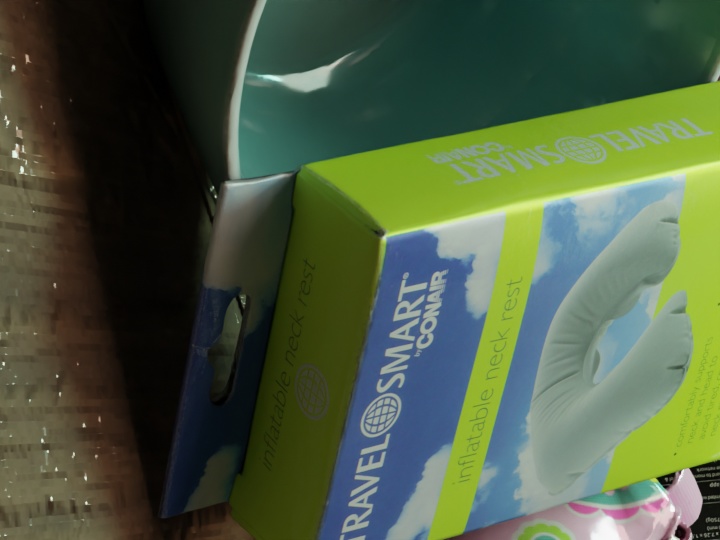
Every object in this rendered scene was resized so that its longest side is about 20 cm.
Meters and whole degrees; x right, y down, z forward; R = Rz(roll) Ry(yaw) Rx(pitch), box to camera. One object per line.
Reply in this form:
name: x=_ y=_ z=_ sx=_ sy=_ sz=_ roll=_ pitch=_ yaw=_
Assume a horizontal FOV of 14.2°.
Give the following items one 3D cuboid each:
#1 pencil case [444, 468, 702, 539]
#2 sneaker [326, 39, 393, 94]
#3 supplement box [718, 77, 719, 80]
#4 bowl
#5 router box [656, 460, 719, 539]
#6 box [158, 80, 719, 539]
pencil case: x=0.040 y=0.136 z=0.932 sx=0.200 sy=0.087 sz=0.087 roll=-58 pitch=144 yaw=-35
sneaker: x=0.000 y=0.000 z=0.994 sx=0.093 sy=0.070 sz=0.200 roll=-20 pitch=108 yaw=-54
supplement box: x=0.154 y=0.015 z=1.257 sx=0.200 sy=0.110 sz=0.086 roll=-64 pitch=175 yaw=23
bowl: x=0.014 y=-0.093 z=0.875 sx=0.105 sy=0.201 sz=0.201 roll=41 pitch=-18 yaw=40
router box: x=0.136 y=0.091 z=1.099 sx=0.200 sy=0.051 sz=0.149 roll=63 pitch=21 yaw=-71
box: x=0.041 y=0.017 z=0.868 sx=0.200 sy=0.048 sz=0.122 roll=-13 pitch=127 yaw=-37
